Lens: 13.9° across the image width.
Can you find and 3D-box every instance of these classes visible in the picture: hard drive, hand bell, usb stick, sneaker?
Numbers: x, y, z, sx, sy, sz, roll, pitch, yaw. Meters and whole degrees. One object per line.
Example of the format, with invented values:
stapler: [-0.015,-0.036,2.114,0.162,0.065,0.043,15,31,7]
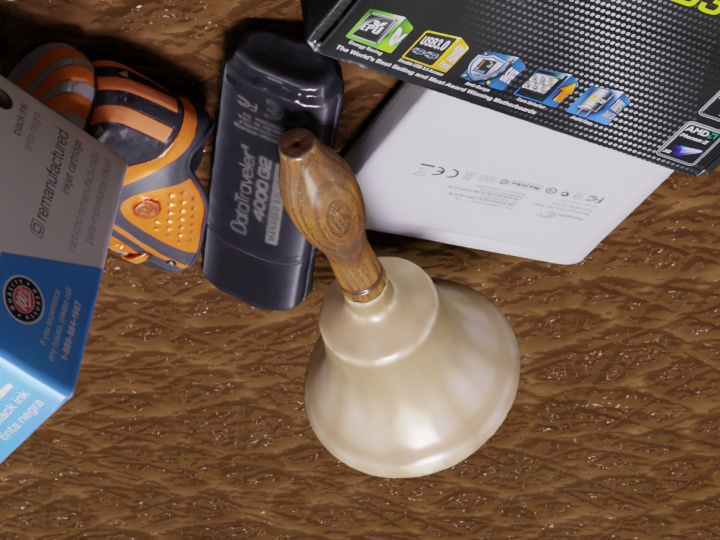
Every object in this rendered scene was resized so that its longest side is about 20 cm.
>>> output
hard drive: [0.081,-0.066,1.277,0.131,0.026,0.200,10,150,-21]
hand bell: [0.000,0.000,1.290,0.104,0.105,0.200,-8,148,11]
usb stick: [-0.040,-0.041,1.304,0.055,0.033,0.200,23,152,6]
sneaker: [-0.134,-0.019,1.295,0.112,0.078,0.200,19,146,-32]

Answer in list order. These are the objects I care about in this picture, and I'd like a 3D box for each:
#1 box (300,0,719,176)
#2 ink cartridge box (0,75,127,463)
box: [0.108,-0.129,1.111,0.199,0.048,0.193,17,139,-30]
ink cartridge box: [-0.201,-0.029,1.133,0.200,0.146,0.084,34,127,-22]
